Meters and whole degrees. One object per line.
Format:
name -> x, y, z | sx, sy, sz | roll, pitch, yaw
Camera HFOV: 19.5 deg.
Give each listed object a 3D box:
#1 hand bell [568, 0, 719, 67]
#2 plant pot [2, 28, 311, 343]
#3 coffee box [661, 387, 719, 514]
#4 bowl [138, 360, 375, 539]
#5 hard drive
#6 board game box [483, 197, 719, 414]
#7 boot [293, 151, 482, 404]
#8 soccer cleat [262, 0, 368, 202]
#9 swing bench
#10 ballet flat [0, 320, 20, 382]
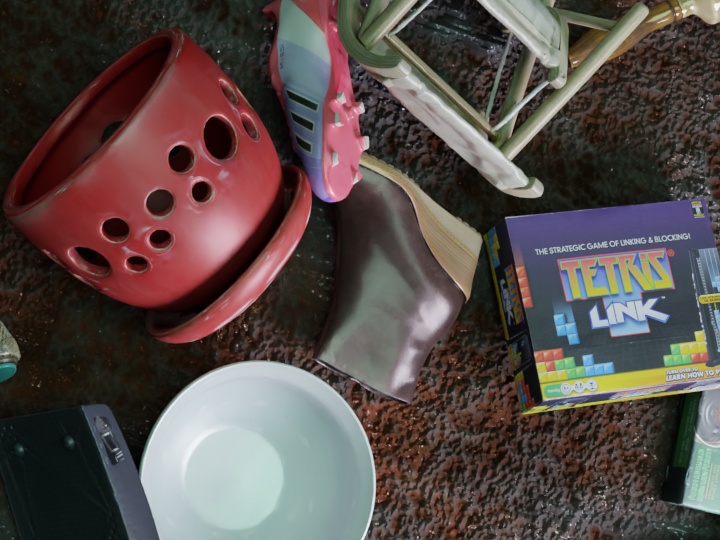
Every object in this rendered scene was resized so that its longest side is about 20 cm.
hand bell -> 0.272, -0.229, 1.859 | 0.199, 0.104, 0.104 | -26, 98, -7
plant pot -> -0.148, -0.061, 1.635 | 0.182, 0.200, 0.201 | 42, 76, -20
coffee box -> 0.379, 0.172, 1.902 | 0.199, 0.044, 0.123 | 15, 84, -19
bowl -> -0.095, 0.173, 1.705 | 0.200, 0.090, 0.202 | 0, 89, -21
hard drive -> -0.215, 0.203, 1.644 | 0.042, 0.135, 0.201 | -22, 98, -46
board game box -> 0.222, 0.029, 1.820 | 0.199, 0.057, 0.166 | -7, 76, -20
boot -> 0.000, 0.000, 1.751 | 0.200, 0.072, 0.167 | 32, 77, -20
soccer cleat -> -0.041, -0.143, 1.712 | 0.067, 0.076, 0.201 | 38, 44, -57
swing bench -> 0.098, -0.199, 1.733 | 0.199, 0.130, 0.200 | 39, 79, -39
ballet flat -> -0.366, 0.083, 1.630 | 0.200, 0.068, 0.075 | -25, 76, -24
